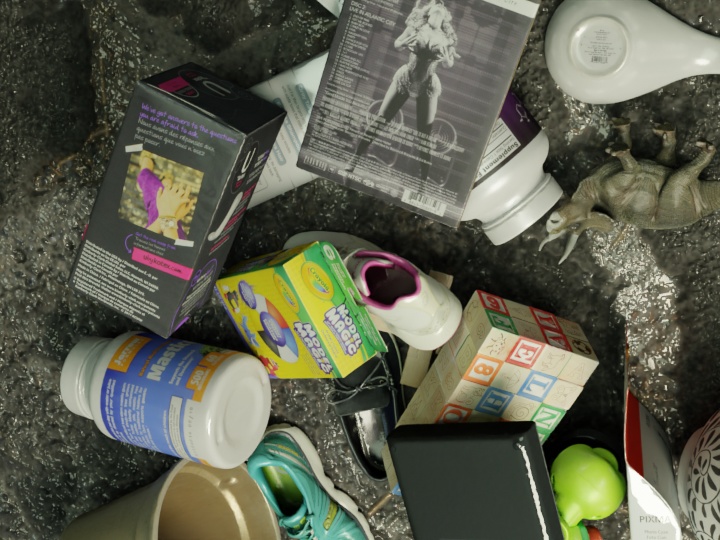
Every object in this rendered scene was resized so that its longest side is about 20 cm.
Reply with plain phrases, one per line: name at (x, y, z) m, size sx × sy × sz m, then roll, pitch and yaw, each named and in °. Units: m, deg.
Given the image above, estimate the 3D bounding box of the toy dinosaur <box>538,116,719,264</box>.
toy dinosaur at (0.255, -0.073, 0.920) m, size 0.197 × 0.077 × 0.103 m, roll -2°, pitch 125°, yaw -1°

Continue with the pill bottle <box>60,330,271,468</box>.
pill bottle at (-0.198, 0.122, 1.041) m, size 0.198 × 0.112 × 0.113 m, roll 9°, pitch 110°, yaw 26°

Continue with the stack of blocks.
stack of blocks at (0.115, 0.128, 0.967) m, size 0.114 × 0.059 × 0.201 m, roll 18°, pitch 118°, yaw -21°

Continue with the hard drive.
hard drive at (0.108, 0.230, 0.911) m, size 0.138 × 0.033 × 0.202 m, roll -7°, pitch 104°, yaw 35°

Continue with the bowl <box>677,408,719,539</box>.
bowl at (0.347, 0.190, 0.936) m, size 0.094 × 0.200 × 0.203 m, roll 5°, pitch 112°, yaw 48°

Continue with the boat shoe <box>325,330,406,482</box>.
boat shoe at (0.005, 0.116, 1.032) m, size 0.074 × 0.062 × 0.202 m, roll -11°, pitch 103°, yaw 18°

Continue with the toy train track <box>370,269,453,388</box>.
toy train track at (0.104, 0.064, 1.009) m, size 0.198 × 0.033 × 0.116 m, roll 15°, pitch 104°, yaw -1°

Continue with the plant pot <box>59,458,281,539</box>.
plant pot at (-0.211, 0.303, 1.084) m, size 0.182 × 0.200 × 0.202 m, roll -19°, pitch 102°, yaw 28°

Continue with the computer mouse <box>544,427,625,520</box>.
computer mouse at (0.167, 0.213, 1.037) m, size 0.139 × 0.046 × 0.202 m, roll 23°, pitch 119°, yaw 4°

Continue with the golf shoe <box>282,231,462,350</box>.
golf shoe at (0.000, 0.000, 0.954) m, size 0.199 × 0.092 × 0.076 m, roll 22°, pitch 76°, yaw 32°

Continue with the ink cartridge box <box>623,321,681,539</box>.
ink cartridge box at (0.261, 0.166, 0.935) m, size 0.047 × 0.160 × 0.202 m, roll -2°, pitch 107°, yaw 14°

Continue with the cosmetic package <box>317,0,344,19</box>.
cosmetic package at (-0.017, -0.348, 0.861) m, size 0.199 × 0.123 × 0.200 m, roll 39°, pitch 113°, yaw -1°

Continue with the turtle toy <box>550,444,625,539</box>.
turtle toy at (0.168, 0.243, 0.962) m, size 0.145 × 0.101 × 0.201 m, roll 40°, pitch 125°, yaw 13°

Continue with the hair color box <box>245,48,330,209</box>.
hair color box at (-0.086, -0.124, 0.978) m, size 0.198 × 0.061 × 0.100 m, roll -22°, pitch 101°, yaw 19°

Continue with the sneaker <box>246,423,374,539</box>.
sneaker at (-0.055, 0.256, 1.079) m, size 0.077 × 0.080 × 0.201 m, roll -33°, pitch 98°, yaw 20°

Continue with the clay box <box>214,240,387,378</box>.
clay box at (-0.060, 0.040, 0.967) m, size 0.199 × 0.047 × 0.116 m, roll -11°, pitch 110°, yaw 61°

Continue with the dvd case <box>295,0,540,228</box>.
dvd case at (0.043, -0.151, 0.841) m, size 0.147 × 0.016 × 0.202 m, roll 21°, pitch 113°, yaw 5°

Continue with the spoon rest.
spoon rest at (0.254, -0.185, 0.891) m, size 0.198 × 0.061 × 0.101 m, roll 13°, pitch 109°, yaw 23°

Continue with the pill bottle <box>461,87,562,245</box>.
pill bottle at (0.086, -0.125, 0.911) m, size 0.112 × 0.113 × 0.201 m, roll -37°, pitch 97°, yaw 20°

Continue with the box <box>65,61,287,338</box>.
box at (-0.160, -0.064, 0.916) m, size 0.105 × 0.122 × 0.201 m, roll 27°, pitch 112°, yaw 3°
